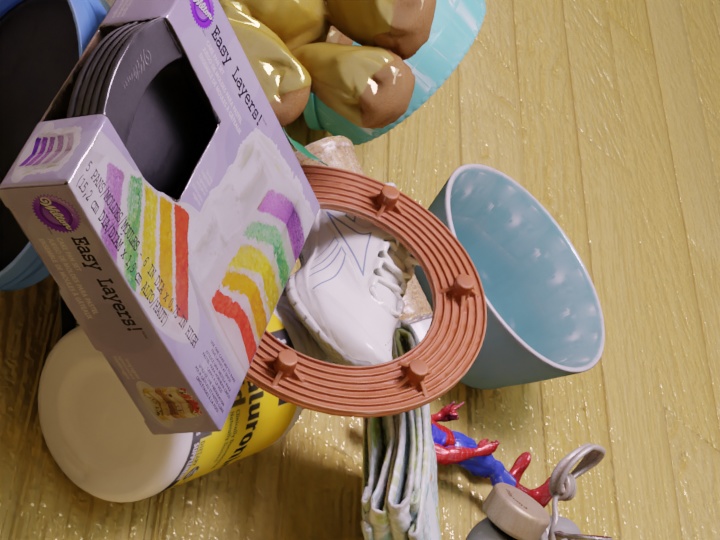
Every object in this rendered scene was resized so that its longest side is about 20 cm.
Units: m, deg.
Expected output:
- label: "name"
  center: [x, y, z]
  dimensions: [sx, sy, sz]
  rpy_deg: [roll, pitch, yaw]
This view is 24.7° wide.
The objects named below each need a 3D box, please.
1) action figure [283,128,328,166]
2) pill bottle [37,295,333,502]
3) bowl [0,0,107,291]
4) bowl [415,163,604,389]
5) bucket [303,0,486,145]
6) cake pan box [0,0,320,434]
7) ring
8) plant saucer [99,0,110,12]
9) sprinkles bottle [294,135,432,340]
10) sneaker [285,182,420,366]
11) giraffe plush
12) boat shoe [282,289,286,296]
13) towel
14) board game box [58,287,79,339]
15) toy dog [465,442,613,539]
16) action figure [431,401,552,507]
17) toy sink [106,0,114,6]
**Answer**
- label: "action figure"
  center: [-0.118, -0.131, 1.224]
  dimensions: [0.118, 0.055, 0.200]
  rpy_deg: [21, -11, 35]
- label: "pill bottle"
  center: [-0.102, 0.071, 1.049]
  dimensions: [0.112, 0.111, 0.200]
  rpy_deg: [59, 30, 8]
- label: "bowl"
  center: [-0.209, -0.084, 0.961]
  dimensions: [0.039, 0.200, 0.201]
  rpy_deg: [12, 50, -45]
- label: "bowl"
  center: [0.105, 0.021, 1.395]
  dimensions: [0.201, 0.105, 0.201]
  rpy_deg: [36, 34, -30]
- label: "bucket"
  center: [-0.003, -0.214, 1.392]
  dimensions: [0.135, 0.207, 0.208]
  rpy_deg: [43, 32, -22]
- label: "cake pan box"
  center: [-0.103, -0.042, 0.905]
  dimensions: [0.185, 0.052, 0.200]
  rpy_deg: [-69, 145, -42]
- label: "ring"
  center: [-0.014, 0.005, 1.030]
  dimensions: [0.199, 0.019, 0.201]
  rpy_deg: [11, 47, -11]
- label: "plant saucer"
  center: [-0.235, -0.210, 1.106]
  dimensions: [0.200, 0.027, 0.200]
  rpy_deg: [38, -5, 4]
- label: "sprinkles bottle"
  center: [0.003, -0.008, 1.317]
  dimensions: [0.068, 0.068, 0.201]
  rpy_deg: [-2, 61, -55]
- label: "sneaker"
  center: [0.000, 0.000, 1.096]
  dimensions: [0.075, 0.087, 0.200]
  rpy_deg: [52, 15, -32]
- label: "giraffe plush"
  center: [-0.057, -0.166, 1.106]
  dimensions: [0.199, 0.162, 0.173]
  rpy_deg: [15, 83, -3]
- label: "boat shoe"
  center: [-0.096, -0.008, 1.154]
  dimensions: [0.200, 0.065, 0.074]
  rpy_deg: [68, 12, -49]
- label: "towel"
  center: [0.032, 0.158, 1.120]
  dimensions: [0.201, 0.048, 0.172]
  rpy_deg: [81, 7, -46]
- label: "board game box"
  center: [-0.157, -0.054, 1.089]
  dimensions: [0.028, 0.136, 0.200]
  rpy_deg: [9, 36, 6]
- label: "toy dog"
  center: [0.139, 0.222, 1.244]
  dimensions: [0.096, 0.132, 0.200]
  rpy_deg: [43, 34, 26]
- label: "action figure"
  center: [0.075, 0.137, 1.285]
  dimensions: [0.200, 0.052, 0.065]
  rpy_deg: [23, 11, -40]
- label: "toy sink"
  center: [-0.177, -0.263, 1.258]
  dimensions: [0.112, 0.130, 0.201]
  rpy_deg: [2, 57, -54]
